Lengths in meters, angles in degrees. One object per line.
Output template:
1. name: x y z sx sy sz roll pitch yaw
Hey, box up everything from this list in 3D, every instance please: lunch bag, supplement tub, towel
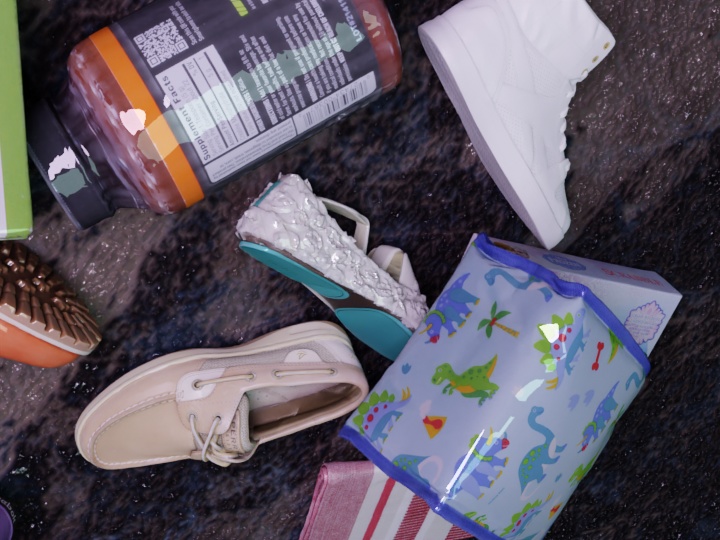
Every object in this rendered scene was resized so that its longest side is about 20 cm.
1. lunch bag: 0.109 0.098 0.753 0.170 0.127 0.200 -54 135 -3
2. supplement tub: -0.084 -0.101 0.599 0.200 0.107 0.107 -30 130 -7
3. towel: 0.054 0.178 0.869 0.199 0.023 0.144 -5 142 -18

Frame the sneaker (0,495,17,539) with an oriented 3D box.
1. sneaker: -0.293 0.210 0.707 0.200 0.088 0.076 -33 99 24

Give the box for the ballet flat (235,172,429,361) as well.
1. ballet flat: 0.000 0.000 0.742 0.072 0.072 0.200 -46 132 5

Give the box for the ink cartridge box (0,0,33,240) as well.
1. ink cartridge box: -0.260 -0.083 0.497 0.199 0.076 0.149 -5 96 -26

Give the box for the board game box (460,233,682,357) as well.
1. board game box: 0.134 0.080 0.881 0.199 0.041 0.200 9 115 -33

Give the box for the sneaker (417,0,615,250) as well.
1. sneaker: 0.129 -0.110 0.733 0.115 0.074 0.200 -34 129 -1

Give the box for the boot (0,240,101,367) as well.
1. boot: -0.250 0.024 0.616 0.200 0.075 0.107 25 109 -29

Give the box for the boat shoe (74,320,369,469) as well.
1. boat shoe: -0.093 0.094 0.742 0.199 0.065 0.072 -17 128 -10
